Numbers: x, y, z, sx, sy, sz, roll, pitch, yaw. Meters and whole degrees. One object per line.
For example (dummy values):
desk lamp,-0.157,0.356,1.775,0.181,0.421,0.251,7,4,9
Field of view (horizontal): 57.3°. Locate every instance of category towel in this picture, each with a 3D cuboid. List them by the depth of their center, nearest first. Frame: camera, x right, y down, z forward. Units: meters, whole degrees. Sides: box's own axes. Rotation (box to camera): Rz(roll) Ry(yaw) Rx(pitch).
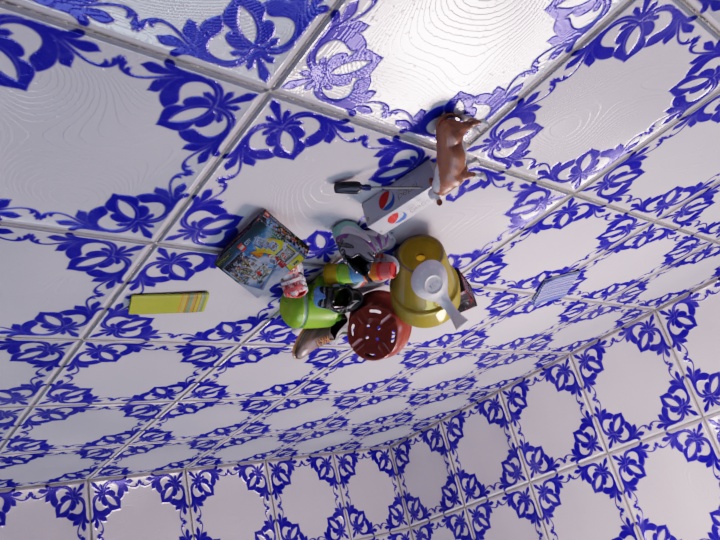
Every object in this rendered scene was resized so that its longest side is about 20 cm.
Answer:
towel,-0.487,0.081,1.679,0.194,0.018,0.087,-1,145,-29
towel,0.705,0.067,2.379,0.140,0.024,0.201,-15,155,-6

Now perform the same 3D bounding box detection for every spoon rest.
spoon rest,0.199,0.060,1.665,0.098,0.061,0.202,-37,112,1

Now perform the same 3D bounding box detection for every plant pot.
plant pot,0.167,0.017,1.758,0.195,0.205,0.191,-15,141,0
plant pot,0.047,0.166,1.881,0.195,0.207,0.195,-19,180,8

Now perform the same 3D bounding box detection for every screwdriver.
screwdriver,0.039,-0.176,1.415,0.193,0.029,0.029,2,149,-7

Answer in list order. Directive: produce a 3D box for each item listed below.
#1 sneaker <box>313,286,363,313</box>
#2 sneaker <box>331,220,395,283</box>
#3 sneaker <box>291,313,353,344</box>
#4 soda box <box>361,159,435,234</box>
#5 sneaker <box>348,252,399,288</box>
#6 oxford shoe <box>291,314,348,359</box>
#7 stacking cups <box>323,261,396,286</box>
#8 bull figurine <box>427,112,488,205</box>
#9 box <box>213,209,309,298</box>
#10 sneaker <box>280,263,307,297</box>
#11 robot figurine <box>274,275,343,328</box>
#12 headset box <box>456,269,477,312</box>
sneaker,-0.046,0.079,1.734,0.081,0.073,0.198,6,178,31
sneaker,0.020,-0.033,1.602,0.196,0.144,0.077,7,148,-40
sneaker,-0.113,0.180,2.011,0.193,0.103,0.075,-8,157,-14
soda box,0.100,-0.162,1.483,0.197,0.065,0.067,-31,151,27
sneaker,0.047,0.001,1.752,0.080,0.080,0.197,5,169,-38
oxford shoe,-0.119,0.190,1.933,0.200,0.072,0.072,-46,136,-13
stacking cups,0.000,0.000,1.685,0.195,0.063,0.060,-7,162,29
bull figurine,0.196,-0.225,1.345,0.118,0.066,0.205,-14,130,-12
box,-0.226,-0.033,1.496,0.136,0.038,0.198,39,129,-20
sneaker,-0.175,-0.006,1.578,0.065,0.111,0.202,-17,155,5
robot figurine,-0.135,0.098,1.808,0.194,0.119,0.176,-1,150,-29
headset box,0.272,0.079,2.071,0.145,0.079,0.200,-23,156,14
